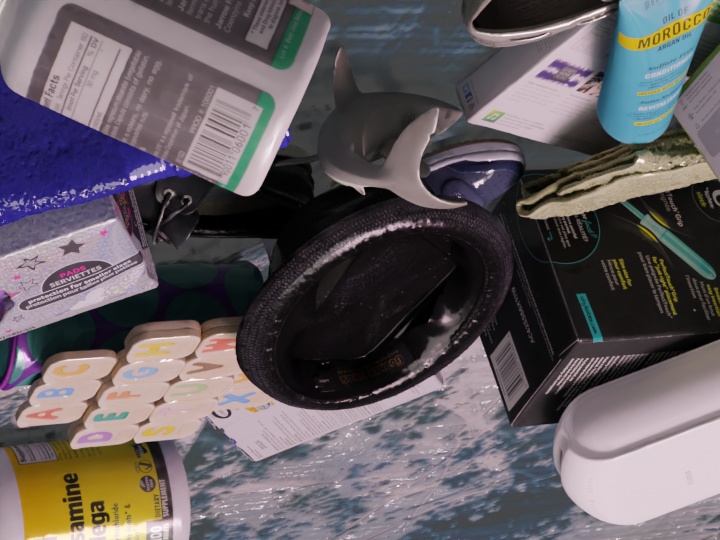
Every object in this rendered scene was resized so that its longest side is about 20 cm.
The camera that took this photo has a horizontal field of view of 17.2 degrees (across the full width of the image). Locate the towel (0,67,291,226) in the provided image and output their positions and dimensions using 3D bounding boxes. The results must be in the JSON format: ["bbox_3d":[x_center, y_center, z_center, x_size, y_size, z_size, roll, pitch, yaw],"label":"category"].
[{"bbox_3d":[-0.152,-0.116,1.379,0.199,0.149,0.050,-16,-176,-3],"label":"towel"}]

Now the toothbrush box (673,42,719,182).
[{"bbox_3d":[0.328,-0.142,1.604,0.199,0.086,0.146,-17,157,-36],"label":"toothbrush box"}]

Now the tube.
[{"bbox_3d":[0.185,-0.143,1.504,0.077,0.051,0.200,-32,163,-12],"label":"tube"}]

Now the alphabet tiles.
[{"bbox_3d":[-0.137,0.081,1.680,0.194,0.015,0.200,-3,156,-24],"label":"alphabet tiles"}]

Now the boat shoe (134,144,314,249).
[{"bbox_3d":[-0.115,-0.046,1.589,0.198,0.066,0.075,4,146,-35],"label":"boat shoe"}]

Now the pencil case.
[{"bbox_3d":[-0.167,0.039,1.695,0.199,0.086,0.092,-2,159,-26],"label":"pencil case"}]

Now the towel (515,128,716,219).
[{"bbox_3d":[0.220,-0.075,1.690,0.199,0.037,0.148,-14,177,-36],"label":"towel"}]

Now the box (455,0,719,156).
[{"bbox_3d":[0.180,-0.153,1.604,0.144,0.037,0.200,11,142,-44],"label":"box"}]

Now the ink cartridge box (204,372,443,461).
[{"bbox_3d":[-0.053,0.073,1.834,0.199,0.077,0.137,-24,152,8],"label":"ink cartridge box"}]

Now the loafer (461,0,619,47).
[{"bbox_3d":[0.155,-0.190,1.468,0.199,0.070,0.070,-27,-171,17],"label":"loafer"}]

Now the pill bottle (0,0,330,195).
[{"bbox_3d":[-0.126,-0.130,1.298,0.199,0.114,0.113,25,142,-6],"label":"pill bottle"}]

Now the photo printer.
[{"bbox_3d":[0.241,0.120,1.773,0.199,0.070,0.167,-21,153,4],"label":"photo printer"}]

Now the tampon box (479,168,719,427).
[{"bbox_3d":[0.200,0.017,1.800,0.199,0.151,0.126,-3,149,-27],"label":"tampon box"}]

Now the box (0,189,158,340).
[{"bbox_3d":[-0.243,-0.032,1.465,0.199,0.133,0.115,-19,156,2],"label":"box"}]

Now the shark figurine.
[{"bbox_3d":[0.001,-0.097,1.527,0.127,0.090,0.215,-4,-166,3],"label":"shark figurine"}]

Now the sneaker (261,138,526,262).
[{"bbox_3d":[0.036,-0.013,1.694,0.199,0.109,0.070,-22,153,7],"label":"sneaker"}]

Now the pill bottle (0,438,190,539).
[{"bbox_3d":[-0.244,0.192,1.899,0.199,0.113,0.113,-6,151,-21],"label":"pill bottle"}]

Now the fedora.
[{"bbox_3d":[0.000,0.000,1.588,0.199,0.092,0.201,-14,139,-12],"label":"fedora"}]
